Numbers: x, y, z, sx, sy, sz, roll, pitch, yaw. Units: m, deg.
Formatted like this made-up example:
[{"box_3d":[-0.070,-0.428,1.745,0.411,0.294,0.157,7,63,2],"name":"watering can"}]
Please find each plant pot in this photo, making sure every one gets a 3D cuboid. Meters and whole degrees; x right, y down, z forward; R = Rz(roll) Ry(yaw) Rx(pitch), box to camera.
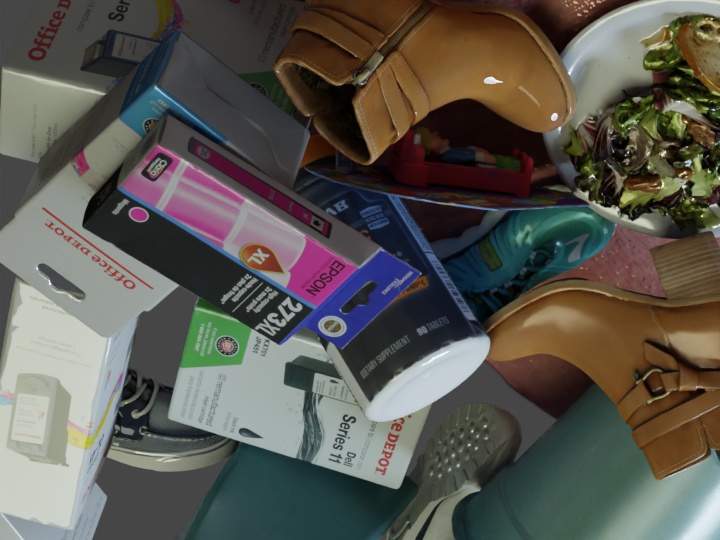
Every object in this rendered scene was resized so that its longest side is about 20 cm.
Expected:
[{"box_3d":[0.206,0.172,1.688,0.200,0.200,0.196,32,111,-14],"name":"plant pot"},{"box_3d":[-0.079,0.228,1.805,0.141,0.200,0.141,38,134,3],"name":"plant pot"}]

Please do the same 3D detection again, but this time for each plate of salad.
[{"box_3d":[0.222,-0.097,1.522,0.199,0.048,0.201,5,128,6],"name":"plate of salad"}]

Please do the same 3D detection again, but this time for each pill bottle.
[{"box_3d":[0.000,0.000,1.598,0.200,0.106,0.106,58,137,19],"name":"pill bottle"}]

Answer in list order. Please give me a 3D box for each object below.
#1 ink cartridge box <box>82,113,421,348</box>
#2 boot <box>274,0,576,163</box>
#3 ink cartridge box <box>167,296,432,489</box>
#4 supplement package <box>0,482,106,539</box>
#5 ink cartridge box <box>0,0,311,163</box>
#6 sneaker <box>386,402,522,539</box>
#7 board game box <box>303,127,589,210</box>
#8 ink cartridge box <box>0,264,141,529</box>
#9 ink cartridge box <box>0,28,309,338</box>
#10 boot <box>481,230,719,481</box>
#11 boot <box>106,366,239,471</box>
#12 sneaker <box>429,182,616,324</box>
[{"box_3d":[-0.068,-0.014,1.414,0.200,0.037,0.095,30,131,-20],"name":"ink cartridge box"},{"box_3d":[0.043,-0.125,1.460,0.200,0.155,0.077,44,139,-17],"name":"boot"},{"box_3d":[-0.038,0.075,1.751,0.199,0.083,0.147,17,136,-1],"name":"ink cartridge box"},{"box_3d":[-0.330,0.184,1.916,0.119,0.121,0.200,-13,129,27],"name":"supplement package"},{"box_3d":[-0.135,-0.130,1.537,0.199,0.146,0.088,13,134,4],"name":"ink cartridge box"},{"box_3d":[0.092,0.176,1.831,0.080,0.077,0.200,16,141,-17],"name":"sneaker"},{"box_3d":[0.064,-0.076,1.531,0.158,0.200,0.039,15,102,36],"name":"board game box"},{"box_3d":[-0.227,0.075,1.720,0.085,0.148,0.201,14,115,1],"name":"ink cartridge box"},{"box_3d":[-0.143,-0.053,1.461,0.115,0.068,0.200,38,128,-20],"name":"ink cartridge box"},{"box_3d":[0.188,0.075,1.579,0.199,0.156,0.077,-19,171,12],"name":"boot"},{"box_3d":[-0.199,0.105,1.836,0.199,0.073,0.091,6,132,6],"name":"boot"},{"box_3d":[0.105,0.005,1.640,0.200,0.080,0.078,-30,120,28],"name":"sneaker"}]
